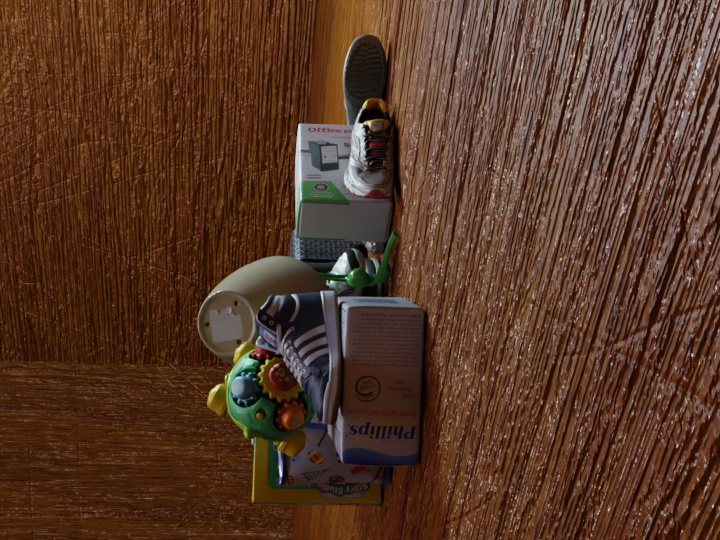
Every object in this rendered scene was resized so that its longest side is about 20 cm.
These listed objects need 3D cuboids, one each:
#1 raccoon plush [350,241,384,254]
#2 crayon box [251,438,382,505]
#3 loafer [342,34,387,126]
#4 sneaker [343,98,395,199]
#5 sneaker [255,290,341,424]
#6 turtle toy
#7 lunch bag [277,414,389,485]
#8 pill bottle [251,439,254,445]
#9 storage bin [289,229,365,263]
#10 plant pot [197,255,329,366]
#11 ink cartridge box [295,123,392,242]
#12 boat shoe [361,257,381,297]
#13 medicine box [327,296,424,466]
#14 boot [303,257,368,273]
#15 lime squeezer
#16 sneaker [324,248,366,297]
[{"bbox_3d":[-0.035,-0.088,1.850,0.200,0.133,0.097,-120,34,-78],"label":"raccoon plush"},{"bbox_3d":[-0.067,0.276,1.747,0.058,0.199,0.173,118,153,-76],"label":"crayon box"},{"bbox_3d":[0.001,-0.296,1.865,0.070,0.075,0.201,-111,23,-62],"label":"loafer"},{"bbox_3d":[0.015,-0.184,1.701,0.082,0.077,0.201,100,169,-45],"label":"sneaker"},{"bbox_3d":[-0.080,0.108,1.411,0.070,0.108,0.201,99,171,-47],"label":"sneaker"},{"bbox_3d":[-0.104,0.140,1.495,0.200,0.145,0.101,-61,2,-34],"label":"turtle toy"},{"bbox_3d":[-0.036,0.208,1.629,0.124,0.169,0.201,-106,20,-64],"label":"lunch bag"},{"bbox_3d":[-0.079,0.249,1.853,0.111,0.199,0.112,-178,90,-83],"label":"pill bottle"},{"bbox_3d":[-0.065,0.026,2.077,0.094,0.134,0.201,-95,9,-48],"label":"storage bin"},{"bbox_3d":[-0.157,0.074,1.658,0.200,0.186,0.188,-5,-82,-73],"label":"plant pot"},{"bbox_3d":[-0.031,-0.143,1.782,0.201,0.145,0.084,-95,9,-46],"label":"ink cartridge box"},{"bbox_3d":[0.004,0.059,1.798,0.072,0.060,0.202,98,171,-49],"label":"boat shoe"},{"bbox_3d":[0.017,0.140,1.476,0.182,0.102,0.201,-158,70,-83],"label":"medicine box"},{"bbox_3d":[-0.058,0.064,2.000,0.078,0.138,0.201,-101,14,-62],"label":"boot"},{"bbox_3d":[0.000,0.000,1.706,0.200,0.071,0.038,-22,49,40],"label":"lime squeezer"},{"bbox_3d":[-0.063,0.051,1.769,0.201,0.087,0.076,-64,24,3],"label":"sneaker"}]
